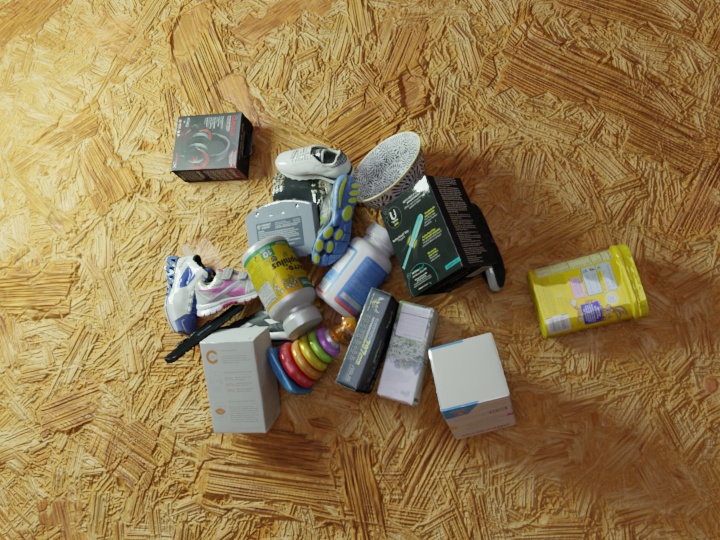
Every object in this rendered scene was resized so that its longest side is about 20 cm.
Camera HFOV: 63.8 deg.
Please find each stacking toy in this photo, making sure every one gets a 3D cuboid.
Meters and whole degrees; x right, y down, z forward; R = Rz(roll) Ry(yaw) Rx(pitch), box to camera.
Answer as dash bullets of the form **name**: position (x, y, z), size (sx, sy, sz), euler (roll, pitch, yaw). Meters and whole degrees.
- **stacking toy**: position (-0.086, 0.163, 1.228), size (0.199, 0.109, 0.117), euler (-39, 72, 12)

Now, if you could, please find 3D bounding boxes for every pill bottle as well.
- **pill bottle**: position (-0.164, 0.037, 1.237), size (0.112, 0.113, 0.202), euler (-31, 74, 4)
- **pill bottle**: position (0.000, 0.000, 1.262), size (0.112, 0.112, 0.201), euler (37, 87, 18)

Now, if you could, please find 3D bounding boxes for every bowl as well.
- **bowl**: position (0.075, -0.200, 1.284), size (0.199, 0.094, 0.203), euler (-30, 35, 24)

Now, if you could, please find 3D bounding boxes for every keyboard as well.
- **keyboard**: position (-0.351, 0.141, 1.289), size (0.199, 0.126, 0.021), euler (-39, 105, -29)

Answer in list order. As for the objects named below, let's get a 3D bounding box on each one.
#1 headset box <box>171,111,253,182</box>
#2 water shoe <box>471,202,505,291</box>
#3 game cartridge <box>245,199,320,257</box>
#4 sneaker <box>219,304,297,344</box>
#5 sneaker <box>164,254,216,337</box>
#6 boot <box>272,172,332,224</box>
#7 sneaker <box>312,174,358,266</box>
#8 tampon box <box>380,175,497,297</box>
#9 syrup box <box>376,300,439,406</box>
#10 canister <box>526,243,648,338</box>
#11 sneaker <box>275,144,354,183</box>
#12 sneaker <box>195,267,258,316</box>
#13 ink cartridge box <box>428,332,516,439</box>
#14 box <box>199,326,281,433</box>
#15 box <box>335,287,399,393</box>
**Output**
- **headset box**: position (-0.358, -0.306, 1.438), size (0.196, 0.075, 0.152), euler (0, 76, 13)
- **water shoe**: position (0.249, -0.043, 1.248), size (0.078, 0.071, 0.204), euler (-27, 72, 35)
- **game cartridge**: position (-0.176, -0.091, 1.322), size (0.197, 0.041, 0.136), euler (-7, 86, 31)
- **sneaker**: position (-0.233, 0.109, 1.319), size (0.196, 0.073, 0.114), euler (-1, 68, 10)
- **sneaker**: position (-0.393, 0.046, 1.359), size (0.113, 0.081, 0.203), euler (-14, 72, 12)
- **boot**: position (-0.127, -0.150, 1.352), size (0.151, 0.073, 0.208), euler (-5, 74, 16)
- **sneaker**: position (-0.056, -0.106, 1.250), size (0.070, 0.083, 0.203), euler (16, 90, -18)
- **tampon box**: position (0.159, -0.070, 1.199), size (0.149, 0.125, 0.203), euler (-34, 69, 41)
- **syrup box**: position (0.102, 0.175, 1.211), size (0.077, 0.081, 0.204), euler (12, 80, 17)
- **canister**: position (0.448, 0.045, 1.160), size (0.196, 0.087, 0.151), euler (-15, 74, 11)
- **sneaker**: position (-0.111, -0.250, 1.299), size (0.196, 0.081, 0.078), euler (8, 69, 24)
- **sneaker**: position (-0.289, 0.032, 1.313), size (0.197, 0.081, 0.090), euler (-21, 97, -10)
- **ink cartridge box**: position (0.219, 0.232, 1.120), size (0.126, 0.201, 0.127), euler (-16, 56, 9)
- **box**: position (-0.253, 0.233, 1.235), size (0.122, 0.097, 0.204), euler (-3, 101, 12)
- **box**: position (0.022, 0.150, 1.196), size (0.050, 0.158, 0.203), euler (18, 81, 17)
